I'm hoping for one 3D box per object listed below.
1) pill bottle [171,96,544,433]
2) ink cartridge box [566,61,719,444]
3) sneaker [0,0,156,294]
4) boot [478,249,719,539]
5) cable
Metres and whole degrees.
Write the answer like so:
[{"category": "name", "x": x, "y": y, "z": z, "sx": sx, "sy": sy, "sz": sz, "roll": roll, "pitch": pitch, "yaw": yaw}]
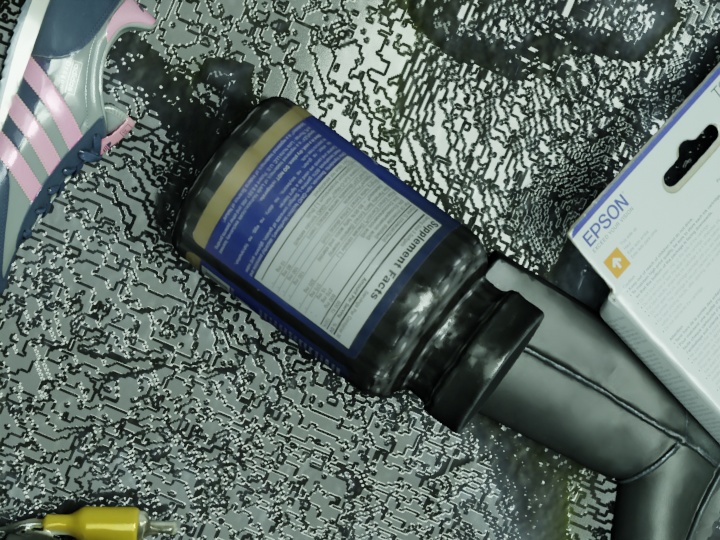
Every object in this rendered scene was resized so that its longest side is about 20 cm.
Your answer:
[{"category": "pill bottle", "x": 0.000, "y": 0.000, "z": 1.390, "sx": 0.200, "sy": 0.112, "sz": 0.112, "roll": 37, "pitch": 88, "yaw": 7}, {"category": "ink cartridge box", "x": 0.236, "y": -0.012, "z": 1.461, "sx": 0.200, "sy": 0.041, "sz": 0.200, "roll": 48, "pitch": 68, "yaw": -10}, {"category": "sneaker", "x": -0.175, "y": -0.071, "z": 1.402, "sx": 0.082, "sy": 0.070, "sz": 0.200, "roll": 15, "pitch": 94, "yaw": -8}, {"category": "boot", "x": 0.121, "y": 0.105, "z": 1.465, "sx": 0.200, "sy": 0.066, "sz": 0.165, "roll": 31, "pitch": 81, "yaw": -13}, {"category": "cable", "x": -0.211, "y": 0.164, "z": 1.436, "sx": 0.200, "sy": 0.050, "sz": 0.097, "roll": 19, "pitch": 105, "yaw": -5}]
